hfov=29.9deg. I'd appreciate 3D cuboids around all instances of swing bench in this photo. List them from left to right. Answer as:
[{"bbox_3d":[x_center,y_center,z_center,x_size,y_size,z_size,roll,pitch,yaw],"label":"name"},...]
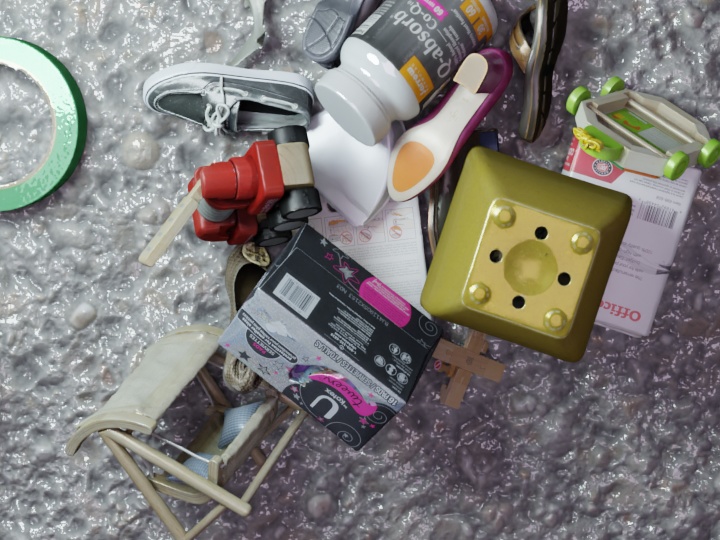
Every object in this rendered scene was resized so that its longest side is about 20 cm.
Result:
[{"bbox_3d":[-0.188,0.177,1.521,0.200,0.199,0.130,42,126,-5],"label":"swing bench"}]

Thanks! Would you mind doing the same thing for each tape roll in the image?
[{"bbox_3d":[-0.423,-0.172,1.578,0.198,0.048,0.203,0,98,2],"label":"tape roll"}]

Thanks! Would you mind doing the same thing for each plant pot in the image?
[{"bbox_3d":[0.177,-0.010,1.422,0.194,0.200,0.196,18,97,3],"label":"plant pot"}]

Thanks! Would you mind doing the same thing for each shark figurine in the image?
[{"bbox_3d":[-0.157,-0.349,1.546,0.089,0.128,0.216,-9,116,28],"label":"shark figurine"}]

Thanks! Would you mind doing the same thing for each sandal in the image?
[{"bbox_3d":[0.196,-0.249,1.545,0.054,0.082,0.202,13,105,22],"label":"sandal"}]

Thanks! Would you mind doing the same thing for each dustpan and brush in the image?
[{"bbox_3d":[0.018,-0.168,1.568,0.139,0.057,0.200,42,103,9],"label":"dustpan and brush"}]

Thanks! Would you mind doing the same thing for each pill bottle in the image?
[{"bbox_3d":[0.050,-0.240,1.496,0.116,0.116,0.200,44,79,-4],"label":"pill bottle"}]

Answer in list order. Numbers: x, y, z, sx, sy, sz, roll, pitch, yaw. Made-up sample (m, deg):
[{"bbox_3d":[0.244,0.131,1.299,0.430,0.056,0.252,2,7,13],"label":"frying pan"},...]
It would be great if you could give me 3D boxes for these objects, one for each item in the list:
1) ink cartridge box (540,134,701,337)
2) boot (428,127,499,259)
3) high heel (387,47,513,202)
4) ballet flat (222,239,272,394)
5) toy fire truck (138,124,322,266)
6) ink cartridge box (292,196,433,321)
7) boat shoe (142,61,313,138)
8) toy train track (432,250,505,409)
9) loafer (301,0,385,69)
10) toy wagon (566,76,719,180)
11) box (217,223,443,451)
[{"bbox_3d":[0.287,-0.042,1.553,0.143,0.084,0.202,17,96,0],"label":"ink cartridge box"},{"bbox_3d":[0.124,-0.069,1.554,0.096,0.075,0.202,-9,93,10],"label":"boot"},{"bbox_3d":[0.102,-0.163,1.518,0.067,0.096,0.201,35,112,19],"label":"high heel"},{"bbox_3d":[-0.124,0.045,1.542,0.067,0.046,0.202,17,54,-19],"label":"ballet flat"},{"bbox_3d":[-0.157,-0.067,1.485,0.198,0.176,0.130,-7,79,-22],"label":"toy fire truck"},{"bbox_3d":[0.000,0.000,1.596,0.159,0.050,0.202,-7,81,3],"label":"ink cartridge box"},{"bbox_3d":[-0.153,-0.187,1.548,0.197,0.069,0.074,5,140,-5],"label":"boat shoe"},{"bbox_3d":[0.135,0.063,1.592,0.114,0.032,0.202,23,89,-36],"label":"toy train track"},{"bbox_3d":[0.003,-0.322,1.548,0.072,0.063,0.201,33,93,28],"label":"loafer"},{"bbox_3d":[0.298,-0.151,1.487,0.155,0.199,0.040,39,130,30],"label":"toy wagon"},{"bbox_3d":[-0.033,0.075,1.478,0.199,0.132,0.115,37,133,-4],"label":"box"}]
